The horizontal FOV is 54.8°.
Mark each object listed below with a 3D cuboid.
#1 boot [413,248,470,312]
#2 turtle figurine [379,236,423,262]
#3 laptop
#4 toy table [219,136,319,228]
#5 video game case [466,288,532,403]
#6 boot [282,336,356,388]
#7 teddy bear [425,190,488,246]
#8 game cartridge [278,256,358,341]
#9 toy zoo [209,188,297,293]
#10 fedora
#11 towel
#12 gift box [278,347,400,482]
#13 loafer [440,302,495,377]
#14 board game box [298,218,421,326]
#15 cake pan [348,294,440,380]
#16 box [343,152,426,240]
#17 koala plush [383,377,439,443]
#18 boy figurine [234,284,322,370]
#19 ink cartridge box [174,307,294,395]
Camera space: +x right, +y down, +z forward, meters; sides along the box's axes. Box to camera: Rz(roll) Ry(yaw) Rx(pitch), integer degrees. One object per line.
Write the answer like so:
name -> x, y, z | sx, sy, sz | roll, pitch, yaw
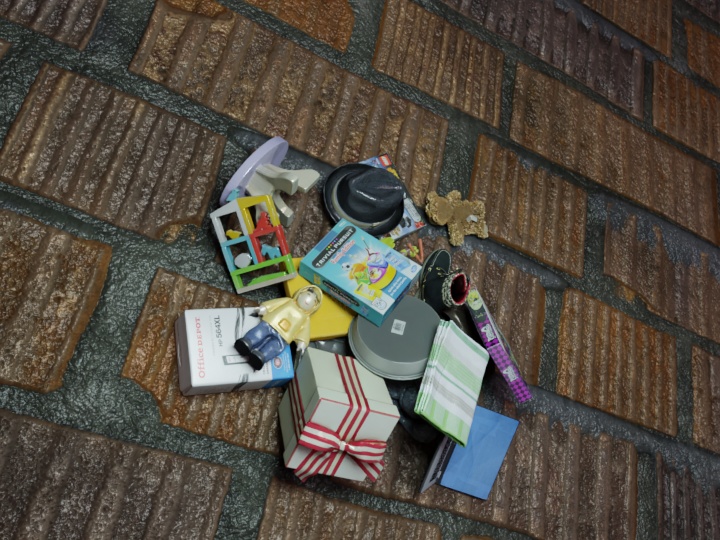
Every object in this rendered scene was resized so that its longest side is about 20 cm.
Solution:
boot -> 0.195, 0.020, 1.560 | 0.073, 0.154, 0.204 | 36, 58, -17
turtle figurine -> 0.076, -0.010, 1.540 | 0.201, 0.064, 0.161 | -67, 151, -17
laptop -> 0.226, 0.377, 1.420 | 0.115, 0.200, 0.188 | 23, 92, 20
toy table -> -0.182, -0.173, 1.434 | 0.117, 0.184, 0.200 | 37, 75, 8
video game case -> 0.298, 0.163, 1.507 | 0.200, 0.036, 0.182 | 55, 14, -35
boot -> -0.055, 0.179, 1.428 | 0.199, 0.072, 0.183 | 24, 63, -26
teddy bear -> 0.236, -0.132, 1.705 | 0.199, 0.067, 0.146 | -14, 87, -38
game cartridge -> -0.056, 0.052, 1.430 | 0.199, 0.032, 0.177 | -5, 68, -27
toy zoo -> -0.216, -0.065, 1.373 | 0.020, 0.130, 0.201 | -45, 119, -72
fedora -> 0.023, -0.171, 1.534 | 0.199, 0.092, 0.202 | 10, 67, -23
towel -> 0.180, 0.211, 1.315 | 0.149, 0.031, 0.201 | 38, 55, -28
gift box -> -0.044, 0.286, 1.295 | 0.184, 0.201, 0.187 | 13, 23, -20
loafer -> 0.239, 0.159, 1.591 | 0.071, 0.073, 0.201 | -23, 80, -20
board game box -> 0.000, 0.000, 1.400 | 0.199, 0.047, 0.151 | 32, 54, 14
cake pan -> 0.076, 0.123, 1.372 | 0.199, 0.037, 0.201 | 4, 47, -4
box -> 0.051, -0.165, 1.626 | 0.136, 0.040, 0.201 | -24, 84, -32
koala plush -> 0.143, 0.232, 1.426 | 0.183, 0.200, 0.178 | 35, 59, -11
boy figurine -> -0.139, 0.103, 1.309 | 0.124, 0.064, 0.200 | 47, 58, 4
ink cartridge box -> -0.241, 0.151, 1.322 | 0.199, 0.084, 0.147 | -1, 71, -29
